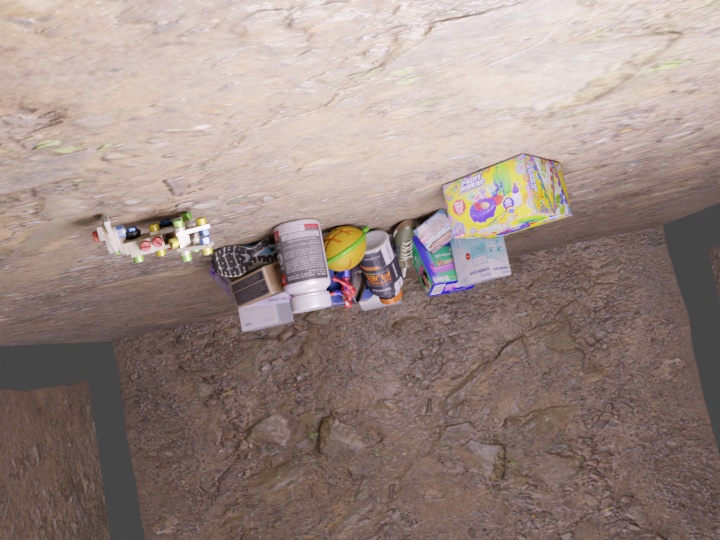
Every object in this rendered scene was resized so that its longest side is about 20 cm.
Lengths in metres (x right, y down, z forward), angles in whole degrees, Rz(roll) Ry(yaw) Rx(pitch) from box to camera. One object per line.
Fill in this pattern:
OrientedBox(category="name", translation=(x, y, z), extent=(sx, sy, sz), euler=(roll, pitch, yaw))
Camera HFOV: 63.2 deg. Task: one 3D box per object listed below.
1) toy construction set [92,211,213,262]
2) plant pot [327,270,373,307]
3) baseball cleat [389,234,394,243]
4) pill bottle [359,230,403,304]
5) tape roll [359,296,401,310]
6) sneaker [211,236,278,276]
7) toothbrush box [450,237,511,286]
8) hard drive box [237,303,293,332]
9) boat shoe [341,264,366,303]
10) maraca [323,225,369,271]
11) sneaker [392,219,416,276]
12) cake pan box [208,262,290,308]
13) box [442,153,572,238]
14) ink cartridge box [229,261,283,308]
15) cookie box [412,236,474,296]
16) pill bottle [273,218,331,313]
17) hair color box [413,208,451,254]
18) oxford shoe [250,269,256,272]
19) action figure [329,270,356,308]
OrientedBox(category="toy construction set", translation=(-0.365, -0.054, 1.036), extent=(0.197, 0.094, 0.131), euler=(-1, -165, -20))
OrientedBox(category="plant pot", translation=(-0.073, 0.018, 1.800), extent=(0.197, 0.183, 0.199), euler=(-5, 173, -33))
OrientedBox(category="baseball cleat", translation=(0.095, -0.056, 1.788), extent=(0.069, 0.108, 0.199), euler=(11, -174, 33))
OrientedBox(category="pill bottle", translation=(0.059, -0.002, 1.628), extent=(0.105, 0.202, 0.107), euler=(-15, -146, 11))
OrientedBox(category="tape roll", translation=(0.059, 0.031, 2.077), extent=(0.137, 0.206, 0.203), euler=(-13, 174, 11))
OrientedBox(category="sneaker", translation=(-0.281, -0.029, 1.497), extent=(0.196, 0.080, 0.090), euler=(-11, 177, -1))
OrientedBox(category="toothbrush box", translation=(0.347, -0.067, 1.725), extent=(0.084, 0.204, 0.146), euler=(-7, 173, -35))
OrientedBox(category="hard drive box", translation=(-0.307, 0.077, 1.824), extent=(0.154, 0.204, 0.077), euler=(-13, 173, 26))
OrientedBox(category="boat shoe", translation=(0.000, 0.000, 1.691), extent=(0.071, 0.203, 0.064), euler=(19, 174, -40))
OrientedBox(category="maraca", translation=(-0.039, -0.064, 1.517), extent=(0.136, 0.108, 0.200), euler=(-25, -167, 21))
OrientedBox(category="sneaker", translation=(0.128, -0.053, 1.666), extent=(0.066, 0.091, 0.201), euler=(-14, 153, -23))
OrientedBox(category="cake pan box", translation=(-0.299, 0.032, 1.655), extent=(0.198, 0.053, 0.184), euler=(-3, -146, -44))
OrientedBox(category="box", translation=(0.318, -0.153, 1.270), extent=(0.198, 0.124, 0.191), euler=(-17, 171, 41))
OrientedBox(category="ink cartridge box", translation=(-0.212, 0.020, 1.511), extent=(0.163, 0.076, 0.199), euler=(-21, -179, 43))
OrientedBox(category="cookie box", translation=(0.256, -0.031, 1.853), extent=(0.168, 0.202, 0.076), euler=(-9, 147, -21))
OrientedBox(category="pill bottle", translation=(-0.132, -0.009, 1.363), extent=(0.112, 0.204, 0.114), euler=(-11, 174, -1))
OrientedBox(category="hair color box", translation=(0.213, -0.105, 1.638), extent=(0.100, 0.061, 0.200), euler=(-39, 169, 7))
OrientedBox(category="oxford shoe", translation=(-0.223, -0.028, 1.652), extent=(0.197, 0.072, 0.074), euler=(-10, 168, -29))
OrientedBox(category="action figure", translation=(-0.067, 0.007, 1.631), extent=(0.098, 0.204, 0.065), euler=(-6, 172, -27))
